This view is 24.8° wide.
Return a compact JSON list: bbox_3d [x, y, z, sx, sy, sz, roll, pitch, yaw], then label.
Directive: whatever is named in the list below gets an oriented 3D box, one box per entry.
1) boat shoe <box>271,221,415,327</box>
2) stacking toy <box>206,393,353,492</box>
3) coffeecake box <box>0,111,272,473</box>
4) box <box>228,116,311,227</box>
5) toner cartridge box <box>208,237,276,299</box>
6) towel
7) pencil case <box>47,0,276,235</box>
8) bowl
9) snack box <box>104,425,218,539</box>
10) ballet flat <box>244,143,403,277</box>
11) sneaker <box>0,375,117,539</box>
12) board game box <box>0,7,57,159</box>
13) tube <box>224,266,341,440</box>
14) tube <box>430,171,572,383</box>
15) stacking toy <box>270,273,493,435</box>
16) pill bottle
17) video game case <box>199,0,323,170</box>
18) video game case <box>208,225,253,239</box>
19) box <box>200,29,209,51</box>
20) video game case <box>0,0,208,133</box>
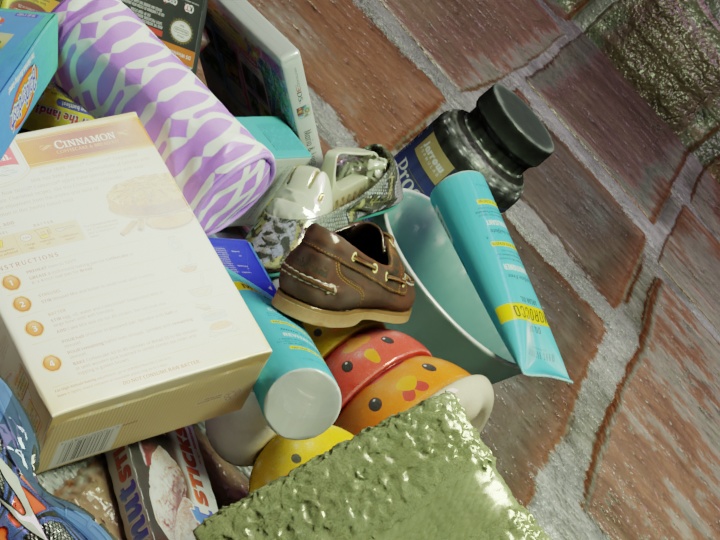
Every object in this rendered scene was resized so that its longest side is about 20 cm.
[{"bbox_3d":[0.000,0.000,1.183,0.070,0.071,0.200,21,7,15],"label":"boat shoe"},{"bbox_3d":[-0.026,0.154,1.086,0.200,0.146,0.146,36,19,13],"label":"stacking toy"},{"bbox_3d":[-0.173,0.008,1.027,0.153,0.073,0.200,-15,62,-33],"label":"coffeecake box"},{"bbox_3d":[-0.132,-0.074,1.266,0.200,0.082,0.049,-8,53,-54],"label":"box"},{"bbox_3d":[-0.138,0.022,1.160,0.200,0.043,0.095,4,50,-51],"label":"toner cartridge box"},{"bbox_3d":[0.006,0.173,0.973,0.149,0.200,0.037,57,-11,13],"label":"towel"},{"bbox_3d":[-0.148,-0.111,1.138,0.200,0.086,0.084,45,-1,19],"label":"pencil case"},{"bbox_3d":[0.058,0.037,1.448,0.201,0.105,0.201,39,23,-20],"label":"bowl"},{"bbox_3d":[-0.114,0.166,1.020,0.072,0.024,0.200,28,29,-44],"label":"snack box"},{"bbox_3d":[-0.032,-0.059,1.317,0.072,0.072,0.200,50,39,5],"label":"ballet flat"},{"bbox_3d":[-0.194,0.141,0.870,0.200,0.075,0.078,49,29,23],"label":"sneaker"},{"bbox_3d":[-0.287,-0.118,1.033,0.152,0.045,0.200,6,29,1],"label":"board game box"},{"bbox_3d":[-0.059,0.048,1.111,0.077,0.050,0.200,38,8,-25],"label":"tube"},{"bbox_3d":[0.119,0.009,1.400,0.077,0.050,0.200,9,49,-47],"label":"tube"},{"bbox_3d":[-0.011,0.078,1.237,0.200,0.146,0.146,45,20,21],"label":"stacking toy"},{"bbox_3d":[0.084,-0.082,1.567,0.112,0.200,0.112,39,24,-21],"label":"pill bottle"},{"bbox_3d":[-0.092,-0.160,1.407,0.200,0.024,0.182,48,-21,41],"label":"video game case"},{"bbox_3d":[-0.081,0.003,1.355,0.182,0.023,0.200,24,33,-46],"label":"video game case"},{"bbox_3d":[-0.234,-0.218,1.333,0.200,0.100,0.096,22,34,-47],"label":"box"},{"bbox_3d":[-0.203,-0.177,1.254,0.200,0.025,0.181,14,83,-50],"label":"video game case"}]
